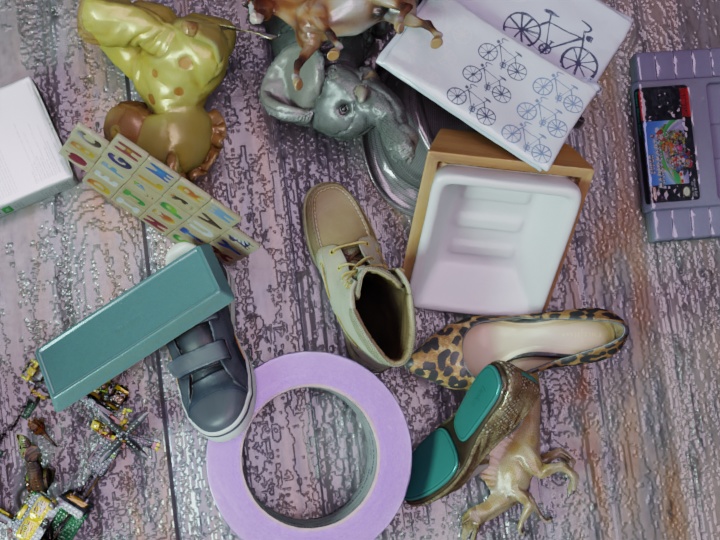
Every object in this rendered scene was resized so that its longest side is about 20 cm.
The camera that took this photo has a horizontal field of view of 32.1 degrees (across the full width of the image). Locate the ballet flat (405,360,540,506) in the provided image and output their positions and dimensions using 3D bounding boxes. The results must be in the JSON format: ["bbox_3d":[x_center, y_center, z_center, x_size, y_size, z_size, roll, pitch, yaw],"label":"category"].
[{"bbox_3d":[0.110,0.166,1.214,0.065,0.200,0.071,12,43,-29],"label":"ballet flat"}]

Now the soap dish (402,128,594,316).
[{"bbox_3d":[0.126,-0.045,1.217,0.156,0.201,0.082,6,47,-4],"label":"soap dish"}]

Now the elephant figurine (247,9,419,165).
[{"bbox_3d":[-0.030,-0.188,1.227,0.140,0.155,0.202,1,80,-15],"label":"elephant figurine"}]

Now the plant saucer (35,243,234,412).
[{"bbox_3d":[-0.213,0.050,1.157,0.199,0.019,0.070,-33,59,6],"label":"plant saucer"}]

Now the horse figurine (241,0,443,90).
[{"bbox_3d":[-0.002,-0.231,1.130,0.198,0.133,0.050,-19,131,1],"label":"horse figurine"}]

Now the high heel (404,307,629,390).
[{"bbox_3d":[0.152,0.069,1.198,0.198,0.142,0.072,-6,82,-26],"label":"high heel"}]

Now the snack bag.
[{"bbox_3d":[0.142,-0.213,1.163,0.188,0.021,0.201,34,68,5],"label":"snack bag"}]

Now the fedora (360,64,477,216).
[{"bbox_3d":[0.089,-0.155,1.266,0.175,0.090,0.202,8,84,-5],"label":"fedora"}]

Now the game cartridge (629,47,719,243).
[{"bbox_3d":[0.354,-0.133,1.323,0.128,0.038,0.202,-4,85,-11],"label":"game cartridge"}]

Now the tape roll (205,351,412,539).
[{"bbox_3d":[-0.052,0.180,1.223,0.198,0.085,0.202,0,85,-6],"label":"tape roll"}]

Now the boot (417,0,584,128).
[{"bbox_3d":[0.145,-0.235,1.220,0.172,0.069,0.202,7,67,-7],"label":"boot"}]

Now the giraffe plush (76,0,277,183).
[{"bbox_3d":[-0.185,-0.166,1.207,0.199,0.172,0.164,19,104,27],"label":"giraffe plush"}]

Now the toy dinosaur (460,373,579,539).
[{"bbox_3d":[0.169,0.190,1.259,0.100,0.058,0.201,25,82,-2],"label":"toy dinosaur"}]

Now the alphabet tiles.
[{"bbox_3d":[-0.190,-0.068,1.178,0.199,0.166,0.006,35,70,-14],"label":"alphabet tiles"}]

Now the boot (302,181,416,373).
[{"bbox_3d":[0.000,0.000,1.209,0.071,0.155,0.202,-17,87,-7],"label":"boot"}]

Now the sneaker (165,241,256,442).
[{"bbox_3d":[-0.153,0.063,1.180,0.078,0.079,0.201,-25,52,12],"label":"sneaker"}]

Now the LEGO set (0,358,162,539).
[{"bbox_3d":[-0.297,0.181,1.178,0.154,0.116,0.200,41,81,-1],"label":"LEGO set"}]

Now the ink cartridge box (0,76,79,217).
[{"bbox_3d":[-0.391,-0.099,1.230,0.199,0.050,0.110,-24,88,-7],"label":"ink cartridge box"}]
